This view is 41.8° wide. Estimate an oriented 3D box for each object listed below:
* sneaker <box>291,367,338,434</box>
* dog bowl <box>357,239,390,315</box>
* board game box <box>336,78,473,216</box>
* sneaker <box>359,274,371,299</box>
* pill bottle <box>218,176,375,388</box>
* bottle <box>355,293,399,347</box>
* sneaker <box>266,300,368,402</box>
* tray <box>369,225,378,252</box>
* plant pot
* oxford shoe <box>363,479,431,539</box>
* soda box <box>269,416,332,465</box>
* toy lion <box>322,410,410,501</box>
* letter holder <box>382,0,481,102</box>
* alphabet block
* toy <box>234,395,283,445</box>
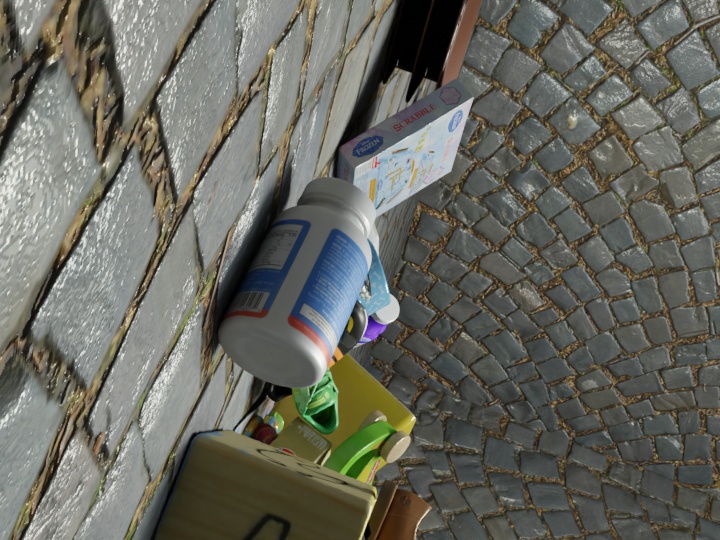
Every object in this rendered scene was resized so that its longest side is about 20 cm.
[{"bbox_3d":[-0.064,0.140,1.234,0.074,0.084,0.200,-32,135,-11],"label":"sneaker"},{"bbox_3d":[0.000,0.000,1.385,0.200,0.049,0.112,-125,-162,-74],"label":"dog bowl"},{"bbox_3d":[0.055,-0.155,1.324,0.199,0.041,0.200,-32,162,-17],"label":"board game box"},{"bbox_3d":[-0.048,-0.013,1.198,0.200,0.086,0.075,66,12,-53],"label":"sneaker"},{"bbox_3d":[-0.054,0.007,0.943,0.112,0.112,0.201,103,10,-57],"label":"pill bottle"},{"bbox_3d":[-0.010,0.083,1.499,0.200,0.083,0.066,-28,-126,54],"label":"bottle"},{"bbox_3d":[-0.062,0.117,1.314,0.200,0.070,0.090,-46,-175,37],"label":"sneaker"},{"bbox_3d":[0.009,-0.065,1.519,0.200,0.022,0.108,85,-12,-80],"label":"tray"},{"bbox_3d":[-0.053,0.255,1.495,0.176,0.200,0.200,-44,165,-21],"label":"plant pot"},{"bbox_3d":[0.022,0.326,0.995,0.071,0.071,0.201,101,12,-68],"label":"oxford shoe"},{"bbox_3d":[-0.124,0.289,1.236,0.200,0.064,0.068,-42,158,-34],"label":"soda box"},{"bbox_3d":[-0.037,0.307,1.300,0.191,0.069,0.201,-17,137,-49],"label":"toy lion"},{"bbox_3d":[0.097,-0.331,1.328,0.142,0.100,0.201,-61,170,-48],"label":"letter holder"},{"bbox_3d":[-0.107,0.300,1.029,0.195,0.199,0.197,71,39,-83],"label":"alphabet block"},{"bbox_3d":[-0.142,0.245,1.312,0.200,0.047,0.116,-51,159,-77],"label":"toy"}]
